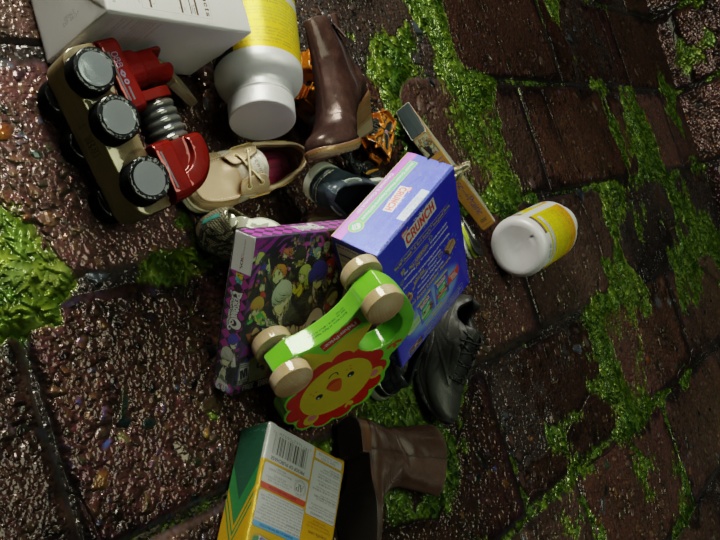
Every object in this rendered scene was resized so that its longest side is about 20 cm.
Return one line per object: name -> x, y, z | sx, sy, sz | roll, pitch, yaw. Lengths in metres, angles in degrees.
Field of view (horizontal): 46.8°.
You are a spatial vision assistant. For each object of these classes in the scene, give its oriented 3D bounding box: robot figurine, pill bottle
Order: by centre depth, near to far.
pill bottle -> -0.129, -0.268, 1.032 | 0.111, 0.111, 0.202 | 19, 53, -45
robot figurine -> -0.017, -0.224, 1.206 | 0.199, 0.058, 0.146 | 35, 52, -37
pill bottle -> 0.325, -0.063, 1.517 | 0.199, 0.109, 0.110 | -23, 92, -52

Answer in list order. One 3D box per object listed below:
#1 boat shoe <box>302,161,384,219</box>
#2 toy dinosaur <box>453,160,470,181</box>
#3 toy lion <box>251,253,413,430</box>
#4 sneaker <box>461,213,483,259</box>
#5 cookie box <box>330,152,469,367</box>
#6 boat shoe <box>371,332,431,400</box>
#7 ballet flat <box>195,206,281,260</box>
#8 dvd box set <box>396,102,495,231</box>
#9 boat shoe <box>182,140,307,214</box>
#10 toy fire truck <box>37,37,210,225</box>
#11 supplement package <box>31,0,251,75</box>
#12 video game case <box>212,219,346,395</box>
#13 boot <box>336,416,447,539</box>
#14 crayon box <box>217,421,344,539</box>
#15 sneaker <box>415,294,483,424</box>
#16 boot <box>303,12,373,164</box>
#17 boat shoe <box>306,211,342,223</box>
boat shoe -> 0.009, -0.090, 1.089 | 0.062, 0.075, 0.199 | 38, 9, 35
toy dinosaur -> 0.084, -0.121, 1.205 | 0.198, 0.088, 0.048 | -9, 113, -21
toy lion -> -0.020, 0.098, 0.946 | 0.069, 0.199, 0.192 | 52, 2, 34
sneaker -> 0.109, -0.090, 1.292 | 0.201, 0.081, 0.074 | 63, 13, 23
cookie box -> 0.056, -0.013, 1.032 | 0.171, 0.075, 0.201 | -48, 143, -30
boat shoe -> 0.066, 0.092, 1.162 | 0.075, 0.066, 0.200 | 52, 41, -21
ballet flat -> -0.103, -0.025, 0.997 | 0.199, 0.075, 0.068 | 26, 49, -43
dvd box set -> 0.137, -0.169, 1.343 | 0.200, 0.029, 0.147 | 48, 12, -27
boat shoe -> -0.137, -0.123, 1.005 | 0.200, 0.069, 0.074 | -32, 99, -52
toy fire truck -> -0.221, -0.159, 0.897 | 0.199, 0.128, 0.177 | -33, 100, -42
supplement package -> -0.241, -0.299, 0.912 | 0.199, 0.121, 0.121 | -10, 82, -53
video game case -> -0.078, 0.036, 0.963 | 0.199, 0.036, 0.183 | -9, 114, -53
boot -> 0.053, 0.284, 1.073 | 0.199, 0.064, 0.188 | 22, 60, -50
crayon box -> -0.089, 0.283, 0.898 | 0.125, 0.051, 0.202 | 37, 48, -36
sneaker -> 0.134, 0.122, 1.215 | 0.076, 0.090, 0.202 | 28, 55, -43
boot -> -0.047, -0.234, 1.059 | 0.168, 0.072, 0.200 | 70, 24, -16
boat shoe -> 0.000, 0.000, 1.127 | 0.199, 0.071, 0.065 | 33, 55, -26
